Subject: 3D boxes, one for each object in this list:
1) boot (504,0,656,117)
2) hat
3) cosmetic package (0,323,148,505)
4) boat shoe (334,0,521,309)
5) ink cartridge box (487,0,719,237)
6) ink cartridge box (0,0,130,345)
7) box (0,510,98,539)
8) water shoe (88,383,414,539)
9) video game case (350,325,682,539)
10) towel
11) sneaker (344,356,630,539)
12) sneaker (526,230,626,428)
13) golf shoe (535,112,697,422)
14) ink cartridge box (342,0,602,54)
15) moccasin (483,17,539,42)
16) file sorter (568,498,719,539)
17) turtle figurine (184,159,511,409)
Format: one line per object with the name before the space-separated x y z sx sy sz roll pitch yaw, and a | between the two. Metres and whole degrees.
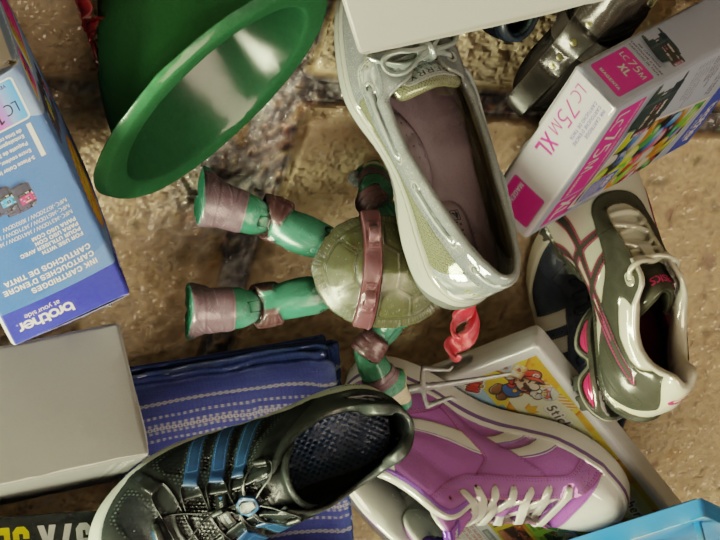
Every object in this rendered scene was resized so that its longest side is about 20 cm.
boot | 0.168 -0.180 1.730 0.200 0.069 0.174 -36 168 -48
hat | -0.132 -0.164 1.633 0.165 0.176 0.200 -36 166 -29
cosmetic package | -0.231 0.095 1.696 0.199 0.091 0.107 -9 170 -17
boat shoe | 0.042 -0.080 1.685 0.074 0.065 0.203 -11 83 -29
ink cartridge box | 0.169 -0.101 1.737 0.200 0.042 0.120 -32 163 -44
ink cartridge box | -0.192 -0.058 1.600 0.076 0.137 0.201 -22 130 -2
box | -0.203 0.175 1.755 0.199 0.050 0.160 -1 167 -27
water shoe | -0.063 0.119 1.682 0.199 0.079 0.072 -29 96 -13
video game case | 0.084 0.130 1.885 0.181 0.023 0.200 -22 128 25
towel | -0.077 0.128 1.844 0.144 0.024 0.201 -9 130 -5
sneaker | 0.073 0.140 1.801 0.199 0.115 0.073 21 131 -17
sneaker | 0.150 0.050 1.884 0.075 0.085 0.201 -14 128 -18
golf shoe | 0.162 -0.010 1.793 0.077 0.088 0.201 -11 85 -28
ink cartridge box | 0.047 -0.241 1.529 0.144 0.201 0.148 -12 132 8
moccasin | 0.120 -0.220 1.687 0.080 0.068 0.201 4 120 -29
file sorter | 0.159 0.239 1.874 0.199 0.123 0.139 -20 159 21
turtle figurine | 0.000 0.000 1.738 0.199 0.151 0.101 7 163 -9
